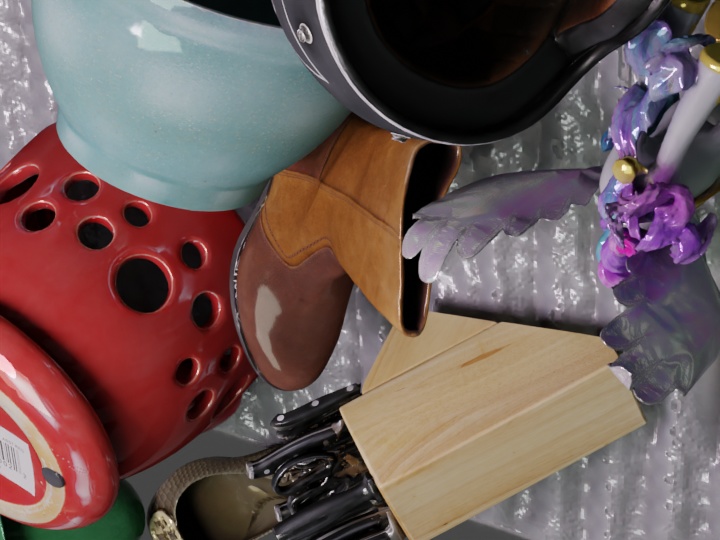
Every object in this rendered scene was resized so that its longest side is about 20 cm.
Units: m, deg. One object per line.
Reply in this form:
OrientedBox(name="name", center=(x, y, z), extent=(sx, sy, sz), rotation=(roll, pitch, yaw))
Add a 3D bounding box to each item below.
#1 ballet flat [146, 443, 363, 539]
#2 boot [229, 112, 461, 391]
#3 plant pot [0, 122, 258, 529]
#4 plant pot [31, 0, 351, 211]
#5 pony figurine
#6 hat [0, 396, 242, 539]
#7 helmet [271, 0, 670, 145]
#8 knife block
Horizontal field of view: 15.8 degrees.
OrientedBox(name="ballet flat", center=(-0.076, 0.151, 1.675), extent=(0.200, 0.046, 0.067), rotation=(-21, 106, 42))
OrientedBox(name="boot", center=(0.000, 0.000, 1.413), extent=(0.200, 0.068, 0.189), rotation=(35, 113, 62))
OrientedBox(name="plant pot", center=(-0.173, 0.037, 1.546), extent=(0.200, 0.183, 0.201), rotation=(27, 142, 23))
OrientedBox(name="plant pot", center=(-0.087, -0.116, 1.370), extent=(0.200, 0.200, 0.134), rotation=(28, 117, 16))
OrientedBox(name="pony figurine", center=(0.143, -0.042, 1.286), extent=(0.166, 0.193, 0.200), rotation=(37, 127, 21))
OrientedBox(name="hat", center=(-0.153, 0.153, 1.733), extent=(0.176, 0.200, 0.166), rotation=(-14, 102, -5))
OrientedBox(name="helmet", center=(0.045, -0.165, 1.210), extent=(0.200, 0.200, 0.191), rotation=(48, 133, -3))
OrientedBox(name="knife block", center=(0.040, 0.112, 1.472), extent=(0.200, 0.176, 0.064), rotation=(8, 147, 30))
